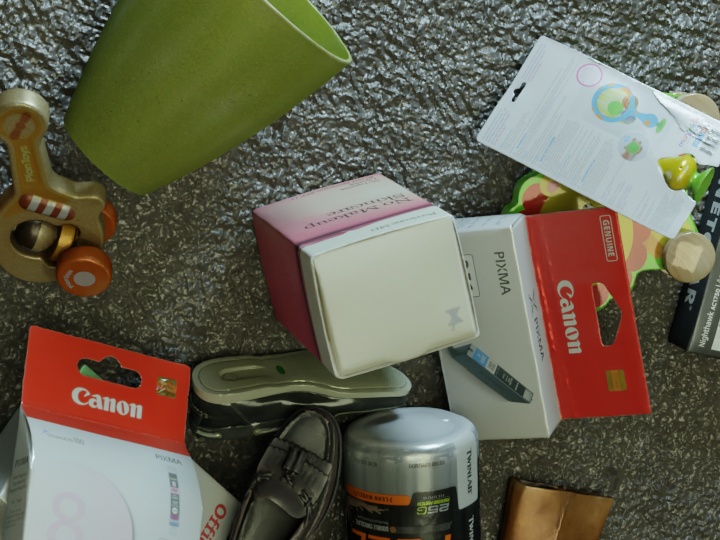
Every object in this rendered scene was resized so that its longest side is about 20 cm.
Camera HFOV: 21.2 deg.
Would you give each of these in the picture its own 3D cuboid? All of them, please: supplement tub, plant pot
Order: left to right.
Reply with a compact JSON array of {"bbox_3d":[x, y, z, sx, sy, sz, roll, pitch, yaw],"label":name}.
[{"bbox_3d":[-0.142,-0.164,1.563,0.187,0.187,0.200,40,103,-20],"label":"plant pot"},{"bbox_3d":[0.047,0.232,1.717,0.122,0.122,0.201,-7,104,-16],"label":"supplement tub"}]

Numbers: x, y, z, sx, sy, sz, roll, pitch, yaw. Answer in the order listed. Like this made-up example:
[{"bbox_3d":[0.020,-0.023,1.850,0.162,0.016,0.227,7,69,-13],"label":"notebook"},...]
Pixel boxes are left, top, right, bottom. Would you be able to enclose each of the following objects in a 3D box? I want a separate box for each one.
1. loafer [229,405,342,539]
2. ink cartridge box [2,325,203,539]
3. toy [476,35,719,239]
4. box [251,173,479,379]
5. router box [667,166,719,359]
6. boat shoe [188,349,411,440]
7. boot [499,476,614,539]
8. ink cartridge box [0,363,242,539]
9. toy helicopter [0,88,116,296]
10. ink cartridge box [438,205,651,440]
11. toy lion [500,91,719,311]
[{"bbox_3d":[-0.071,0.210,1.627,0.072,0.063,0.201,24,88,8],"label":"loafer"},{"bbox_3d":[-0.202,0.155,1.558,0.162,0.057,0.201,18,71,-34],"label":"ink cartridge box"},{"bbox_3d":[0.217,-0.111,1.684,0.200,0.047,0.115,28,77,23],"label":"toy"},{"bbox_3d":[0.000,0.000,1.612,0.127,0.200,0.109,-17,106,-14],"label":"box"},{"bbox_3d":[0.388,-0.009,1.809,0.149,0.051,0.201,12,97,-17],"label":"router box"},{"bbox_3d":[-0.054,0.113,1.697,0.199,0.072,0.068,-3,120,-18],"label":"boat shoe"},{"bbox_3d":[0.199,0.307,1.825,0.188,0.068,0.201,17,89,-12],"label":"boot"},{"bbox_3d":[-0.217,0.200,1.620,0.200,0.087,0.146,46,54,-22],"label":"ink cartridge box"},{"bbox_3d":[-0.272,-0.066,1.550,0.132,0.079,0.200,-2,136,0],"label":"toy helicopter"},{"bbox_3d":[0.153,0.049,1.703,0.176,0.045,0.201,-5,107,24],"label":"ink cartridge box"},{"bbox_3d":[0.223,-0.063,1.745,0.191,0.069,0.201,0,98,-7],"label":"toy lion"}]
